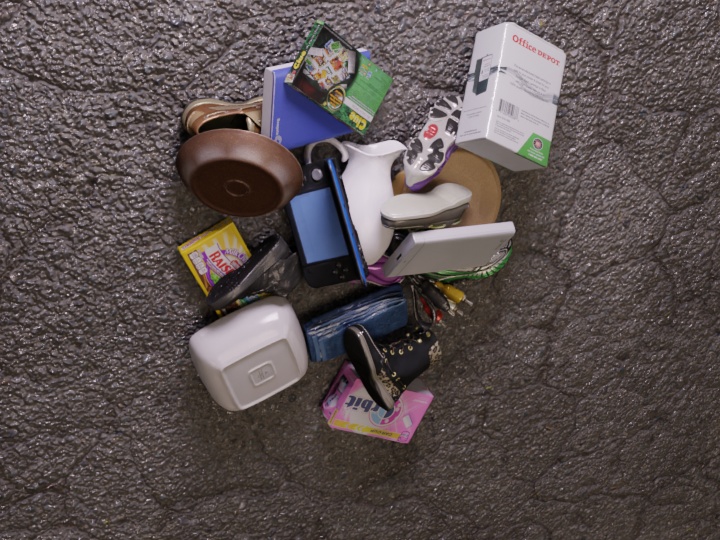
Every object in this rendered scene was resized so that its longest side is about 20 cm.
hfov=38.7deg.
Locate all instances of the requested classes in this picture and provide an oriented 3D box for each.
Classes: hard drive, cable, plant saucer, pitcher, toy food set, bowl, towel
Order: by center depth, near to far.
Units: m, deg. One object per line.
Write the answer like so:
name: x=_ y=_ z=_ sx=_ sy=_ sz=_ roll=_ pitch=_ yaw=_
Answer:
plant saucer: x=-0.188 y=-0.138 z=1.577 sx=0.198 sy=0.037 sz=0.201 roll=4 pitch=147 yaw=3
hard drive: x=-0.068 y=-0.263 z=1.586 sx=0.199 sy=0.025 sz=0.133 roll=-22 pitch=130 yaw=-40
pitcher: x=-0.020 y=-0.120 z=1.700 sx=0.169 sy=0.121 sz=0.202 roll=8 pitch=106 yaw=-7
hard drive: x=0.150 y=-0.035 z=1.748 sx=0.198 sy=0.027 sz=0.132 roll=-7 pitch=157 yaw=-26
bowl: x=-0.184 y=0.156 z=1.785 sx=0.198 sy=0.075 sz=0.201 roll=-26 pitch=137 yaw=-11
toy food set: x=0.156 y=-0.122 z=1.794 sx=0.200 sy=0.049 sz=0.199 roll=-41 pitch=113 yaw=-7
cable: x=0.104 y=0.023 z=1.836 sx=0.097 sy=0.050 sz=0.200 roll=-41 pitch=95 yaw=17
towel: x=-0.006 y=0.101 z=1.860 sx=0.198 sy=0.049 sz=0.112 roll=-23 pitch=145 yaw=-12

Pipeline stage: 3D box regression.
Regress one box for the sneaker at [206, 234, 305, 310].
sneaker: x=-0.155 y=0.018 z=1.714 sx=0.200 sy=0.060 sz=0.104 roll=-44 pitch=125 yaw=-8

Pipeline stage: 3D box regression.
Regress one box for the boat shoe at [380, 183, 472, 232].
boat shoe: x=0.107 y=-0.093 z=1.689 sx=0.200 sy=0.072 sz=0.061 roll=-18 pitch=132 yaw=-42

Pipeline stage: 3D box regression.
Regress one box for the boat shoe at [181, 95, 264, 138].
boat shoe: x=-0.173 y=-0.221 z=1.577 sx=0.198 sy=0.074 sz=0.076 roll=-6 pitch=122 yaw=-22

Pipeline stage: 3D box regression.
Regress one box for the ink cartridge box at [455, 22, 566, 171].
ink cartridge box: x=0.249 y=-0.283 z=1.682 sx=0.145 sy=0.083 sz=0.203 roll=19 pitch=78 yaw=-33

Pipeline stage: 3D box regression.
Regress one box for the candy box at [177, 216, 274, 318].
candy box: x=-0.220 y=0.013 z=1.730 sx=0.102 sy=0.026 sz=0.201 roll=-33 pitch=128 yaw=-9

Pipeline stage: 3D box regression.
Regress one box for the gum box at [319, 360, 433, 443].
gum box: x=0.028 y=0.253 z=1.971 sx=0.198 sy=0.066 sz=0.114 roll=17 pitch=109 yaw=-32

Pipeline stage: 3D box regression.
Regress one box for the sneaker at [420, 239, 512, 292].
sneaker: x=0.188 y=-0.026 z=1.869 sx=0.198 sy=0.078 sz=0.086 roll=-22 pitch=126 yaw=-11

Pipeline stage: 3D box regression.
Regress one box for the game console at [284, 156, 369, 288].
game console: x=-0.063 y=-0.067 z=1.610 sx=0.118 sy=0.169 sz=0.202 roll=-26 pitch=102 yaw=-58

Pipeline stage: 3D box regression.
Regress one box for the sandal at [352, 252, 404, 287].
sandal: x=0.002 y=-0.007 z=1.808 sx=0.201 sy=0.050 sz=0.083 roll=6 pitch=117 yaw=-30

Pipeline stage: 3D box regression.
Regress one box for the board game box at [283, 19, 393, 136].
board game box: x=-0.030 y=-0.291 z=1.571 sx=0.199 sy=0.023 sz=0.106 roll=28 pitch=89 yaw=-53

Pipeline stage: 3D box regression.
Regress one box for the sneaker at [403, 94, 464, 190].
sneaker: x=0.129 y=-0.214 z=1.711 sx=0.200 sy=0.080 sz=0.084 roll=-49 pitch=168 yaw=-25

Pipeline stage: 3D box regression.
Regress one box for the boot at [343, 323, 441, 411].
boot: x=0.060 y=0.141 z=1.862 sx=0.153 sy=0.073 sz=0.205 roll=-39 pitch=129 yaw=-19
